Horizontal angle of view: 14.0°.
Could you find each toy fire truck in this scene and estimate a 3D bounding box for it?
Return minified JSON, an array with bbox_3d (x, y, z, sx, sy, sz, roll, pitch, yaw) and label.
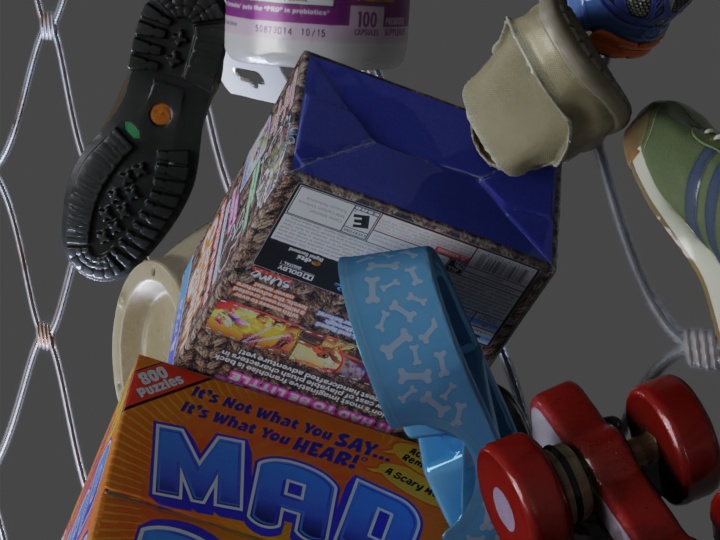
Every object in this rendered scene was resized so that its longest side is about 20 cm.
[{"bbox_3d":[0.140,0.160,1.480,0.200,0.112,0.169,54,157,43],"label":"toy fire truck"}]

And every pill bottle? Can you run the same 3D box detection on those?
[{"bbox_3d":[-0.022,-0.222,1.741,0.112,0.112,0.201,17,106,60],"label":"pill bottle"}]

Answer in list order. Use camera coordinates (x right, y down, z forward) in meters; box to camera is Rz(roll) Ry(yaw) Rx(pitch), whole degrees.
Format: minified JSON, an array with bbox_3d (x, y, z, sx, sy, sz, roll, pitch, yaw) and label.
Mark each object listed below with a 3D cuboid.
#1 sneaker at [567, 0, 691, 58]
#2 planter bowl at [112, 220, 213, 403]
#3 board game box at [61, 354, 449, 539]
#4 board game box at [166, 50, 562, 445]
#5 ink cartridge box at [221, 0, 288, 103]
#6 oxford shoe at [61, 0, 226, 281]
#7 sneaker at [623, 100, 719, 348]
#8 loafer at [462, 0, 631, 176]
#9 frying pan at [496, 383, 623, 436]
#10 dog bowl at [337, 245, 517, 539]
[{"bbox_3d":[0.135,-0.214,1.512,0.078,0.075,0.201,-30,73,48],"label":"sneaker"},{"bbox_3d":[-0.073,0.051,1.822,0.200,0.134,0.202,3,94,62],"label":"planter bowl"},{"bbox_3d":[-0.075,0.209,1.649,0.200,0.199,0.201,116,168,-46],"label":"board game box"},{"bbox_3d":[0.000,0.000,1.638,0.200,0.159,0.097,122,162,-44],"label":"board game box"},{"bbox_3d":[-0.080,-0.207,1.844,0.117,0.067,0.201,17,139,60],"label":"ink cartridge box"},{"bbox_3d":[-0.126,-0.086,1.821,0.084,0.072,0.201,-67,2,-76],"label":"oxford shoe"},{"bbox_3d":[0.198,-0.029,1.409,0.090,0.067,0.201,-49,40,28],"label":"sneaker"},{"bbox_3d":[0.091,-0.085,1.504,0.076,0.068,0.200,59,177,11],"label":"loafer"},{"bbox_3d":[0.086,0.126,1.648,0.190,0.031,0.116,-166,75,-63],"label":"frying pan"},{"bbox_3d":[0.047,0.072,1.552,0.112,0.049,0.201,-99,-13,-58],"label":"dog bowl"}]
